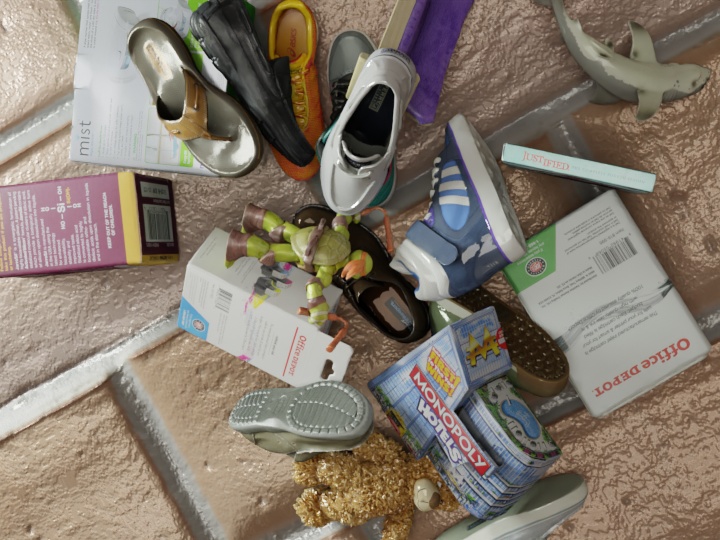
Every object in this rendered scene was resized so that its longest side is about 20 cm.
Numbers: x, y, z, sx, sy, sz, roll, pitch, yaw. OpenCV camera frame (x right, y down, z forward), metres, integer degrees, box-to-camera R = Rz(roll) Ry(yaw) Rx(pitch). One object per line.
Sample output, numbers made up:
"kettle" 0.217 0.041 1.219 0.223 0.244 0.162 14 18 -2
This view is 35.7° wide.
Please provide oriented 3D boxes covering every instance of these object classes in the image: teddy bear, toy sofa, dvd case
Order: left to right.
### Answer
"teddy bear" 0.017 0.243 1.251 0.200 0.067 0.145 13 97 8
"toy sofa" 0.064 -0.257 1.165 0.097 0.083 0.200 21 65 -3
"dvd case" 0.217 -0.103 1.136 0.146 0.200 0.022 13 95 7

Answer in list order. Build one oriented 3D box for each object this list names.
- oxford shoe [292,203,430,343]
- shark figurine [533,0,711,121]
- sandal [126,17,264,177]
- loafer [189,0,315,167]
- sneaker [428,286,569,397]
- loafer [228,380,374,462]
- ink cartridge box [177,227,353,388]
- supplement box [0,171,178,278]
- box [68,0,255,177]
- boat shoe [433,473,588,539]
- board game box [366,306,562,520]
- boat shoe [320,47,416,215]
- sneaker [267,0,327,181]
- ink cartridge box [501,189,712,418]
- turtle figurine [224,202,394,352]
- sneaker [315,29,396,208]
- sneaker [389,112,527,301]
"oxford shoe" 0.000 0.000 1.233 0.200 0.084 0.073 43 100 6
"shark figurine" 0.255 -0.219 1.191 0.214 0.090 0.128 34 64 -3
"sandal" -0.181 -0.176 1.158 0.082 0.055 0.200 -36 88 28
"loafer" -0.100 -0.200 1.175 0.070 0.068 0.201 -36 109 -7
"sneaker" 0.141 0.088 1.187 0.200 0.067 0.090 42 138 40
"loafer" -0.056 0.168 1.224 0.200 0.075 0.070 -2 135 44
"ink cartridge box" -0.094 0.051 1.230 0.200 0.068 0.115 27 139 6
"supplement box" -0.321 -0.048 1.254 0.200 0.131 0.103 -6 91 8
"box" -0.221 -0.210 1.246 0.176 0.097 0.200 6 94 9
"boat shoe" 0.170 0.295 1.237 0.201 0.070 0.072 -30 100 12
"board game box" 0.108 0.138 1.143 0.062 0.200 0.200 -22 65 -30
"boat shoe" -0.002 -0.125 1.109 0.073 0.065 0.200 18 131 2
"sneaker" -0.079 -0.199 1.237 0.073 0.077 0.200 -5 94 7
"ink cartridge box" 0.258 0.035 1.196 0.147 0.083 0.200 -31 87 8
"turtle figurine" -0.056 -0.014 1.164 0.161 0.064 0.200 14 54 9
"sneaker" -0.007 -0.167 1.205 0.084 0.121 0.200 -9 92 9
"sneaker" 0.083 -0.062 1.195 0.146 0.081 0.200 -29 55 18
